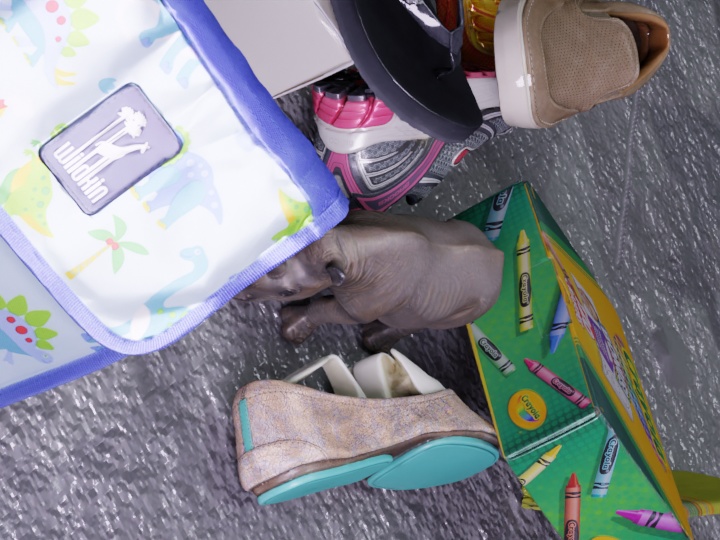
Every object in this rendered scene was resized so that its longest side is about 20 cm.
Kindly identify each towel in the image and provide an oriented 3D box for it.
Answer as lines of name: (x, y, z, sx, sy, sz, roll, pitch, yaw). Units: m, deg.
towel: (0.176, 0.132, 1.590, 0.200, 0.086, 0.018, 3, 97, -57)

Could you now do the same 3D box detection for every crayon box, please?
crayon box: (0.109, 0.059, 1.484, 0.119, 0.058, 0.200, 53, 15, -37)

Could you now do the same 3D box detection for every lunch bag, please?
lunch bag: (-0.127, -0.051, 1.112, 0.170, 0.200, 0.127, 52, 34, -26)

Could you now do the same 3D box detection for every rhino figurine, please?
rhino figurine: (0.000, 0.000, 1.388, 0.200, 0.087, 0.060, 8, 64, -56)

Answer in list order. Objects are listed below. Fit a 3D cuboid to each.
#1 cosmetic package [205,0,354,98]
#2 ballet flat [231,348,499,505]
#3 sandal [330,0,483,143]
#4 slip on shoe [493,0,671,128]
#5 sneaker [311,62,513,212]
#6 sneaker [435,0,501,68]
cosmetic package: (-0.031, -0.187, 1.473, 0.105, 0.071, 0.200, 54, 33, -20)
ballet flat: (0.005, 0.073, 1.375, 0.200, 0.068, 0.067, 3, 62, -59)
sandal: (0.013, -0.159, 1.402, 0.076, 0.043, 0.200, -14, 79, -57)
slip on shoe: (0.123, -0.119, 1.529, 0.200, 0.061, 0.076, -13, 99, -70)
sneaker: (0.027, -0.075, 1.504, 0.200, 0.081, 0.075, -18, 115, -59)
sneaker: (0.070, -0.166, 1.571, 0.077, 0.073, 0.200, -70, 160, -49)
